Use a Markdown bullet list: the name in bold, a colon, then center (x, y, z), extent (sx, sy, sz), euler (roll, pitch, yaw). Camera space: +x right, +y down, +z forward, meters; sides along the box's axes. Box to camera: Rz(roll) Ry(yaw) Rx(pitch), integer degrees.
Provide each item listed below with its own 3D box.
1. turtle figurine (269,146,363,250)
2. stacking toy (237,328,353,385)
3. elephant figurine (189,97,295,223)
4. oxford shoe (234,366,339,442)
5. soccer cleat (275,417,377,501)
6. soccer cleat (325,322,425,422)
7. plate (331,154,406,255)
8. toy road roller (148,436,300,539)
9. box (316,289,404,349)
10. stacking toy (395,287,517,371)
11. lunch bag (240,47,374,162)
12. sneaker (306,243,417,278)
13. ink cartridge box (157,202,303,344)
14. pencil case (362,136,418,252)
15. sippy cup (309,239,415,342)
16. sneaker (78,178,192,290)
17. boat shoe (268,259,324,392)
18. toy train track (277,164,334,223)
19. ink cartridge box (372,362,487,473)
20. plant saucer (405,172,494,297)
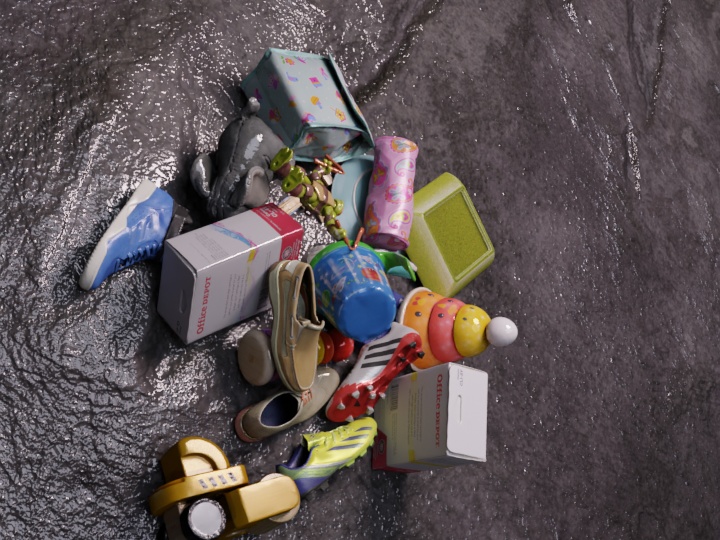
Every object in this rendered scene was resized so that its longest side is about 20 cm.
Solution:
- **turtle figurine**: center (-0.074, -0.126, 1.476), extent (0.161, 0.064, 0.201), euler (35, 34, -48)
- **stacking toy**: center (-0.090, 0.126, 1.490), extent (0.200, 0.085, 0.086), euler (-5, 78, -40)
- **elephant figurine**: center (-0.192, -0.128, 1.457), extent (0.155, 0.141, 0.200), euler (44, 51, -23)
- **oxford shoe**: center (-0.097, 0.204, 1.459), extent (0.200, 0.074, 0.071), euler (-32, 93, -39)
- **soccer cleat**: center (-0.049, 0.277, 1.477), extent (0.200, 0.065, 0.084), euler (-35, 94, -37)
- **soccer cleat**: center (0.015, 0.164, 1.533), extent (0.200, 0.085, 0.069), euler (-43, 132, -8)
- **plate**: center (0.033, -0.112, 1.678), extent (0.200, 0.026, 0.201), euler (14, 69, -38)
- **toy road roller**: center (-0.198, 0.305, 1.329), extent (0.199, 0.123, 0.146), euler (-5, 67, -36)
- **box**: center (-0.007, 0.060, 1.599), extent (0.200, 0.032, 0.121), euler (33, 58, -22)
- **stacking toy**: center (0.173, 0.099, 1.593), extent (0.146, 0.199, 0.147), euler (6, 83, -55)
- **lunch bag**: center (-0.073, -0.275, 1.598), extent (0.200, 0.122, 0.171), euler (-6, 62, -45)
- **sneaker**: center (0.000, 0.000, 1.572), extent (0.199, 0.077, 0.080), euler (4, 91, -27)
- **ink cartridge box**: center (-0.192, 0.001, 1.405), extent (0.200, 0.148, 0.086), euler (-22, 52, -38)
- **pencil case**: center (0.053, -0.132, 1.629), extent (0.087, 0.087, 0.201), euler (20, 64, -29)
- **sippy cup**: center (-0.008, 0.040, 1.467), extent (0.139, 0.130, 0.178), euler (26, 105, -27)
- **sneaker**: center (-0.317, -0.032, 1.377), extent (0.111, 0.077, 0.200), euler (34, 51, -11)
- **boat shoe**: center (-0.087, 0.085, 1.388), extent (0.072, 0.076, 0.201), euler (-22, 108, -49)
- **toy train track**: center (-0.108, -0.115, 1.580), extent (0.200, 0.033, 0.115), euler (-41, 100, -38)
- **ink cartridge box**: center (0.109, 0.241, 1.515), extent (0.083, 0.200, 0.146), euler (16, 66, -31)
- **plant saucer**: center (0.164, -0.063, 1.730), extent (0.200, 0.048, 0.200), euler (-36, 103, -42)
